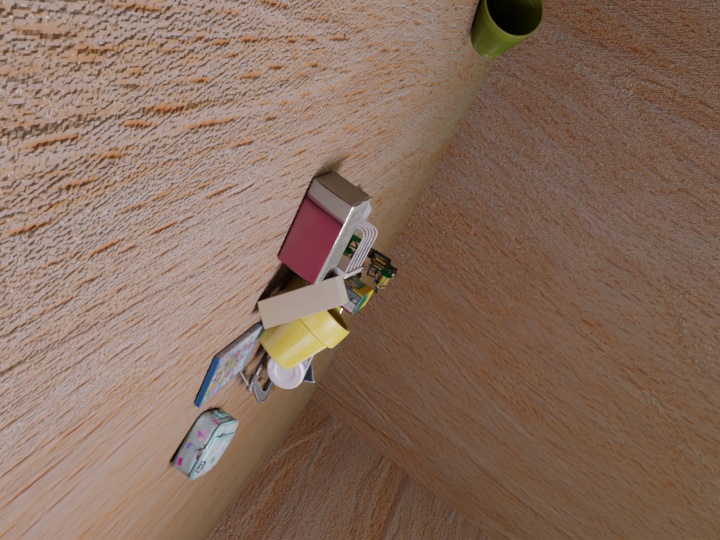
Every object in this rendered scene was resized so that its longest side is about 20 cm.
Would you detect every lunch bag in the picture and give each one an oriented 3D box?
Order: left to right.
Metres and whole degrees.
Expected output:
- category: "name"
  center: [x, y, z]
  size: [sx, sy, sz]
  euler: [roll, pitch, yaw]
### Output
- category: "lunch bag"
  center: [-0.391, 0.440, 1.357]
  size: [0.163, 0.076, 0.200]
  euler: [-57, 173, -8]

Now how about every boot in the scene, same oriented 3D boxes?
- category: "boot"
  center: [-0.262, 0.314, 1.695]
  size: [0.144, 0.070, 0.204]
  euler: [-43, 162, -42]

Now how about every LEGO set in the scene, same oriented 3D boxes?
- category: "LEGO set"
  center: [0.000, 0.000, 1.544]
  size: [0.118, 0.195, 0.156]
  euler: [-57, -167, 28]

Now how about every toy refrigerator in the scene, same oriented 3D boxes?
- category: "toy refrigerator"
  center: [-0.132, 0.068, 1.212]
  size: [0.193, 0.073, 0.076]
  euler: [-18, 180, 12]

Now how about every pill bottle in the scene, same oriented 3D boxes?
- category: "pill bottle"
  center: [-0.191, 0.240, 1.527]
  size: [0.116, 0.111, 0.201]
  euler: [-59, -178, 22]

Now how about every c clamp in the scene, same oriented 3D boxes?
- category: "c clamp"
  center: [-0.271, 0.278, 1.499]
  size: [0.202, 0.026, 0.176]
  euler: [-63, 148, -51]

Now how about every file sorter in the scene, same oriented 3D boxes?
- category: "file sorter"
  center: [-0.046, -0.079, 1.333]
  size: [0.127, 0.136, 0.200]
  euler: [-60, 173, 10]

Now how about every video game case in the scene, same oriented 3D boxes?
- category: "video game case"
  center: [-0.307, 0.219, 1.242]
  size: [0.146, 0.017, 0.200]
  euler: [-62, 173, 23]

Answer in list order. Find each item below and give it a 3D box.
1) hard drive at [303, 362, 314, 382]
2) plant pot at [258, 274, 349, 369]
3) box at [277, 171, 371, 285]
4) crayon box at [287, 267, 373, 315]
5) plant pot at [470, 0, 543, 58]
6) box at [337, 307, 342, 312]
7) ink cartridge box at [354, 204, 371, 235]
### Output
- category: "hard drive"
  center: [-0.203, 0.301, 1.773]
  size: [0.199, 0.041, 0.141]
  euler: [-179, -99, -70]
- category: "plant pot"
  center: [-0.156, 0.141, 1.351]
  size: [0.188, 0.202, 0.201]
  euler: [-41, 173, 2]
- category: "box"
  center: [-0.078, -0.094, 1.149]
  size: [0.204, 0.107, 0.128]
  euler: [-61, 172, 23]
- category: "crayon box"
  center: [-0.070, 0.022, 1.332]
  size: [0.059, 0.197, 0.172]
  euler: [-55, 173, 8]
- category: "plant pot"
  center: [0.438, -0.776, 1.654]
  size: [0.203, 0.198, 0.193]
  euler: [-55, -175, -14]
- category: "box"
  center: [-0.096, 0.079, 1.666]
  size: [0.119, 0.059, 0.200]
  euler: [-59, -163, -1]
- category: "ink cartridge box"
  center: [-0.039, -0.129, 1.556]
  size: [0.203, 0.040, 0.200]
  euler: [-58, 173, -3]
